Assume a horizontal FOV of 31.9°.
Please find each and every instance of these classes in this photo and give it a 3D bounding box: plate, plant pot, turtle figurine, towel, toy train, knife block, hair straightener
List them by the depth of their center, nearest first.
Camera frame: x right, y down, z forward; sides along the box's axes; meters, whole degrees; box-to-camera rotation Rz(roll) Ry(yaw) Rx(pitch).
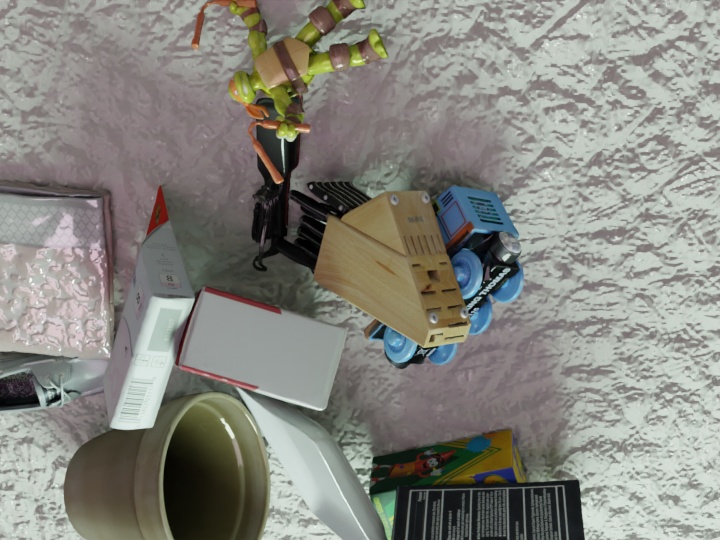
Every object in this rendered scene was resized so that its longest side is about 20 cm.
[{"bbox_3d":[-0.057,-0.186,1.160,0.161,0.201,0.064,-26,159,7],"label":"turtle figurine"},{"bbox_3d":[0.000,0.000,1.214,0.175,0.064,0.201,-29,74,41],"label":"knife block"},{"bbox_3d":[-0.095,-0.080,1.242,0.041,0.077,0.201,21,124,15],"label":"hair straightener"},{"bbox_3d":[0.080,0.011,1.252,0.086,0.115,0.200,7,138,-40],"label":"toy train"},{"bbox_3d":[-0.358,0.000,1.324,0.199,0.032,0.192,5,111,4],"label":"towel"},{"bbox_3d":[-0.043,0.217,1.359,0.032,0.200,0.200,-36,115,-17],"label":"plate"},{"bbox_3d":[-0.223,0.237,1.383,0.173,0.200,0.201,-7,120,30],"label":"plant pot"}]

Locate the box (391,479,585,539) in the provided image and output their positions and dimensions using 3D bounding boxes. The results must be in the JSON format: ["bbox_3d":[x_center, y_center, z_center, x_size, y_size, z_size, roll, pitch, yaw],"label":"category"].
[{"bbox_3d":[0.132,0.321,1.286,0.197,0.200,0.124,-2,117,8],"label":"box"}]

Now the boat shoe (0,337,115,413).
[{"bbox_3d":[-0.340,0.125,1.381,0.200,0.072,0.070,-9,117,9],"label":"boat shoe"}]

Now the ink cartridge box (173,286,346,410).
[{"bbox_3d":[-0.107,0.076,1.250,0.146,0.200,0.083,17,84,-10],"label":"ink cartridge box"}]

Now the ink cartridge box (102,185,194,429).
[{"bbox_3d":[-0.220,0.031,1.241,0.057,0.200,0.163,5,124,-27],"label":"ink cartridge box"}]

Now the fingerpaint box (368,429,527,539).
[{"bbox_3d":[0.118,0.295,1.428,0.166,0.073,0.201,-13,117,12],"label":"fingerpaint box"}]
